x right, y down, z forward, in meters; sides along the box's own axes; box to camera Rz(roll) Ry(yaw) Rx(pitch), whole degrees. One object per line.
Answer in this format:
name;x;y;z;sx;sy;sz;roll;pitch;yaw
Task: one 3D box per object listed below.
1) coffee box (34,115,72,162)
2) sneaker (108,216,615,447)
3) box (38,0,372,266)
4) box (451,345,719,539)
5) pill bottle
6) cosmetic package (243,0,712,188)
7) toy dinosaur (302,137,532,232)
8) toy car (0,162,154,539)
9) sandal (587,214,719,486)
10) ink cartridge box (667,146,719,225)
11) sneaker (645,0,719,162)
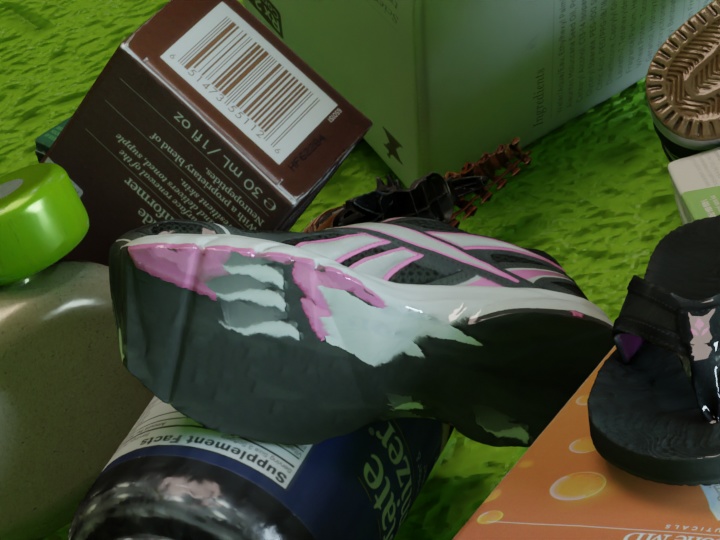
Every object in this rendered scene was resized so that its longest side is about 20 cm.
coffee box;-0.057;-0.087;1.410;0.200;0.044;0.123;-35;35;-24
sneaker;-0.002;0.016;1.016;0.199;0.081;0.086;12;27;-18
box;-0.091;-0.023;1.165;0.075;0.100;0.200;-47;-2;-44
box;0.133;0.089;0.932;0.124;0.098;0.200;1;27;30
pill bottle;-0.045;0.095;1.042;0.111;0.112;0.200;-1;35;28
cosmetic package;0.061;-0.176;1.316;0.199;0.165;0.165;-31;58;-19
toy dinosaur;0.000;0.000;1.196;0.135;0.102;0.201;-3;54;59
toy car;-0.180;0.054;1.159;0.157;0.165;0.200;-34;21;-24
sandal;0.116;0.014;0.926;0.075;0.048;0.201;-8;22;13
ink cartridge box;0.235;-0.031;1.106;0.199;0.068;0.117;-18;15;5
sneaker;0.213;-0.110;1.204;0.199;0.109;0.070;-33;74;-3
